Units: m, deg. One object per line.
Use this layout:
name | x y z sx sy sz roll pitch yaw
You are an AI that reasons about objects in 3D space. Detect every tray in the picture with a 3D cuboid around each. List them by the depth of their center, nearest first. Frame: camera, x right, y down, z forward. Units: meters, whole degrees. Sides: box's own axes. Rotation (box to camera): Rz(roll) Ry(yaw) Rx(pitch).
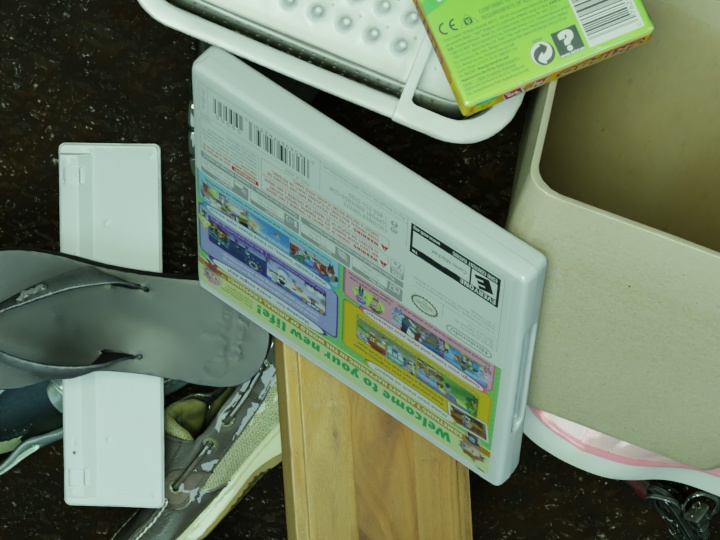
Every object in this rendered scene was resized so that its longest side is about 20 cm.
tray | 0.007 0.092 1.450 0.098 0.037 0.200 -6 104 -9

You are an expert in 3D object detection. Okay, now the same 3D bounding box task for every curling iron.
curling iron | 0.128 0.086 1.491 0.200 0.026 0.050 41 157 -14

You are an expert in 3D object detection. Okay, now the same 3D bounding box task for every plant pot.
plant pot | 0.159 -0.019 1.325 0.200 0.200 0.177 20 137 -6

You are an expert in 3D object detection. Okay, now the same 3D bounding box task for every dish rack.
dish rack | 0.002 -0.167 1.282 0.200 0.044 0.172 22 87 -6

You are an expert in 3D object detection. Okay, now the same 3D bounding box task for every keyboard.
keyboard | -0.135 0.031 1.453 0.056 0.011 0.200 0 99 2

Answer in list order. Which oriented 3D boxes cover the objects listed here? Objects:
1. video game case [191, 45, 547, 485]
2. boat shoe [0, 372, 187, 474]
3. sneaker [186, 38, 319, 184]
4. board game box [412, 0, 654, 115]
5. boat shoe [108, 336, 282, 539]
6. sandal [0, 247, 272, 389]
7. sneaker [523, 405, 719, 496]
video game case | 0.000 0.000 1.304 0.200 0.022 0.182 33 150 20
boat shoe | -0.155 0.066 1.500 0.200 0.062 0.073 -23 119 23
sneaker | -0.044 -0.106 1.357 0.091 0.076 0.200 2 127 1
board game box | 0.052 -0.180 1.238 0.095 0.030 0.200 -22 82 -5
boat shoe | -0.086 0.097 1.513 0.065 0.073 0.200 39 112 -13
sandal | -0.148 0.027 1.424 0.200 0.043 0.076 -1 98 5
sneaker | 0.184 0.064 1.437 0.200 0.075 0.105 17 129 -17
